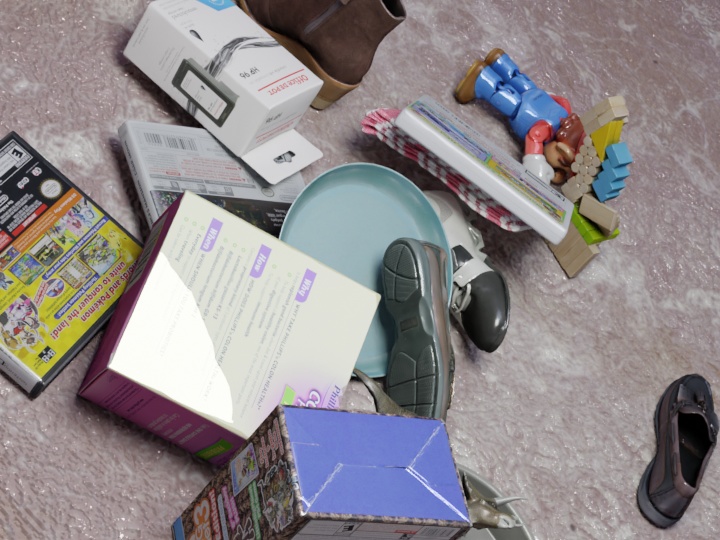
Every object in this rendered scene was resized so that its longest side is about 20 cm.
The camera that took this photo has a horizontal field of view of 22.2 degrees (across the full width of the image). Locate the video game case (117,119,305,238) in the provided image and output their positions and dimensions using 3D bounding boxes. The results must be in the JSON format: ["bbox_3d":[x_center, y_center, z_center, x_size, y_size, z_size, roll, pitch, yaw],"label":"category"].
[{"bbox_3d":[-0.121,-0.054,1.733,0.199,0.023,0.183,4,55,-42],"label":"video game case"}]

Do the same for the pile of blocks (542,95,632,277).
[{"bbox_3d":[0.260,-0.090,1.938,0.062,0.202,0.082,-14,39,-42],"label":"pile of blocks"}]

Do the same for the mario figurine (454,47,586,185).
[{"bbox_3d":[0.194,-0.147,2.028,0.200,0.106,0.124,41,79,14],"label":"mario figurine"}]

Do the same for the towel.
[{"bbox_3d":[0.100,-0.100,1.877,0.200,0.030,0.146,39,15,12],"label":"towel"}]

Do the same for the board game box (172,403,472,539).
[{"bbox_3d":[-0.035,0.204,1.476,0.158,0.200,0.098,8,52,-31],"label":"board game box"}]

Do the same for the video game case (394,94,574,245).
[{"bbox_3d":[0.128,-0.105,1.852,0.199,0.022,0.182,37,13,1],"label":"video game case"}]

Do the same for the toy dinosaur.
[{"bbox_3d":[0.045,0.172,1.613,0.200,0.077,0.102,49,32,14],"label":"toy dinosaur"}]

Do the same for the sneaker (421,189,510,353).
[{"bbox_3d":[0.084,0.000,1.821,0.088,0.074,0.201,7,42,-29],"label":"sneaker"}]

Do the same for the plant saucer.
[{"bbox_3d":[0.000,0.000,1.734,0.199,0.027,0.202,3,85,-34],"label":"plant saucer"}]

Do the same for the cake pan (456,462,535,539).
[{"bbox_3d":[0.075,0.262,1.630,0.199,0.037,0.202,19,48,-23],"label":"cake pan"}]

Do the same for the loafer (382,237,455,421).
[{"bbox_3d":[0.065,0.070,1.716,0.063,0.072,0.202,2,81,-43],"label":"loafer"}]

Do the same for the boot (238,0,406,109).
[{"bbox_3d":[-0.039,-0.284,1.880,0.072,0.166,0.201,-15,67,-42],"label":"boot"}]

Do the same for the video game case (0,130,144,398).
[{"bbox_3d":[-0.291,-0.009,1.586,0.180,0.026,0.200,41,42,-2],"label":"video game case"}]

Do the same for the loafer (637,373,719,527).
[{"bbox_3d":[0.336,0.174,1.869,0.072,0.063,0.201,35,44,-8],"label":"loafer"}]

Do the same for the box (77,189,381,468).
[{"bbox_3d":[-0.111,0.063,1.574,0.199,0.097,0.177,28,64,-14],"label":"box"}]

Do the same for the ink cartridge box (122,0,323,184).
[{"bbox_3d":[-0.118,-0.184,1.789,0.200,0.068,0.116,42,32,8],"label":"ink cartridge box"}]
